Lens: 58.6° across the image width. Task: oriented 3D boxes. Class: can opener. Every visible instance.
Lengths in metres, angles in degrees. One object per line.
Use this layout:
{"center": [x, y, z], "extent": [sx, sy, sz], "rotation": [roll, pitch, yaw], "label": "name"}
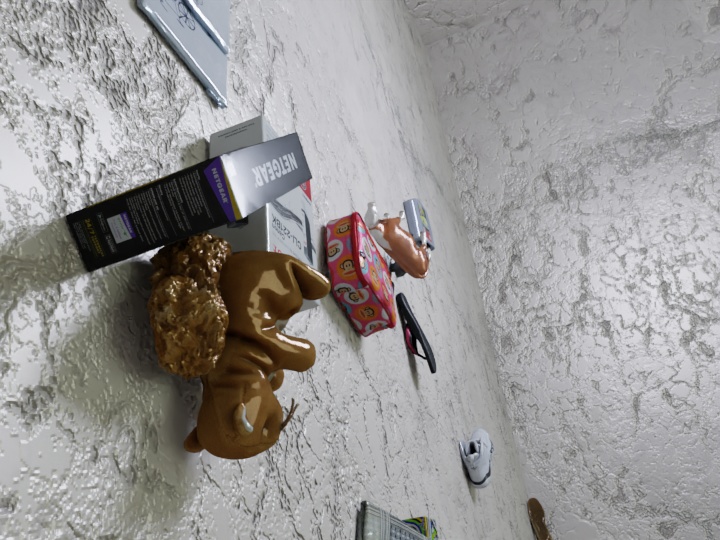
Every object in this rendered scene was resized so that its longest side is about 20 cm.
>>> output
{"center": [0.064, 0.025, 1.377], "extent": [0.203, 0.064, 0.054], "rotation": [-78, 149, -49], "label": "can opener"}

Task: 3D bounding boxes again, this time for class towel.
{"center": [0.064, 0.461, 0.930], "extent": [0.192, 0.034, 0.203], "rotation": [42, 33, -27], "label": "towel"}

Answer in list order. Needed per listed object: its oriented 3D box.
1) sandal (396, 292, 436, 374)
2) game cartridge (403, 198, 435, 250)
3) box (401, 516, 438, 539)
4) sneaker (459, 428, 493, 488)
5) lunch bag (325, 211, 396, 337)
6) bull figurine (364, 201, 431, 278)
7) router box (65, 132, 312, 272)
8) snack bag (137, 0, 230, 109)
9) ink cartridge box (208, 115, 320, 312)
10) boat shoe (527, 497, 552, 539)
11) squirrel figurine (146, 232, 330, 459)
{"center": [0.124, 0.151, 1.508], "extent": [0.204, 0.044, 0.075], "rotation": [64, 9, 13], "label": "sandal"}
{"center": [0.179, -0.142, 1.944], "extent": [0.199, 0.040, 0.137], "rotation": [25, 48, -69], "label": "game cartridge"}
{"center": [0.102, 0.520, 1.058], "extent": [0.070, 0.062, 0.206], "rotation": [45, 33, -57], "label": "box"}
{"center": [0.326, 0.495, 1.797], "extent": [0.202, 0.073, 0.118], "rotation": [-72, 145, -56], "label": "sneaker"}
{"center": [0.000, 0.000, 1.164], "extent": [0.202, 0.080, 0.180], "rotation": [59, 19, -46], "label": "lunch bag"}
{"center": [0.079, -0.071, 1.383], "extent": [0.201, 0.065, 0.122], "rotation": [50, 36, -10], "label": "bull figurine"}
{"center": [-0.146, -0.071, 0.599], "extent": [0.200, 0.153, 0.054], "rotation": [-55, 127, -70], "label": "router box"}
{"center": [-0.220, -0.343, 0.828], "extent": [0.189, 0.021, 0.206], "rotation": [51, 29, -55], "label": "snack bag"}
{"center": [-0.120, -0.060, 0.802], "extent": [0.145, 0.081, 0.206], "rotation": [48, 31, -57], "label": "ink cartridge box"}
{"center": [0.756, 1.082, 2.743], "extent": [0.073, 0.070, 0.205], "rotation": [105, -30, -59], "label": "boat shoe"}
{"center": [-0.134, 0.074, 0.614], "extent": [0.199, 0.138, 0.192], "rotation": [38, 48, -41], "label": "squirrel figurine"}
